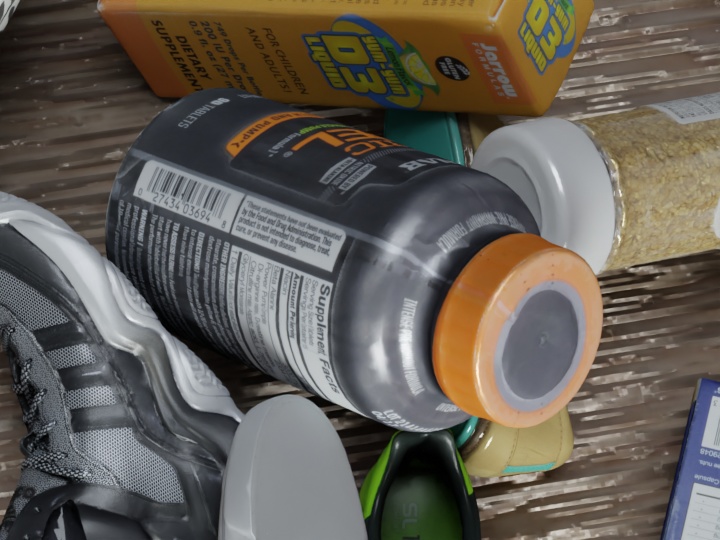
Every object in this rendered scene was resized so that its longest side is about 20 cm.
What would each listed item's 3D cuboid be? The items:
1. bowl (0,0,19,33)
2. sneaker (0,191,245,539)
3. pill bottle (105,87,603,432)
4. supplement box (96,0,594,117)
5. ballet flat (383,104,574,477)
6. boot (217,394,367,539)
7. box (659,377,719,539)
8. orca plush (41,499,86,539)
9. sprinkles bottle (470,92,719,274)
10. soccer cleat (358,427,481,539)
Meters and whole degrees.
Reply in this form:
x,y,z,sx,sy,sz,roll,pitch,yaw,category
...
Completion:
x,y,z,sx,sy,sz,roll,pitch,yaw,category
-0.230,-0.114,1.244,0.201,0.094,0.201,9,23,-4,bowl
-0.121,0.064,1.179,0.200,0.075,0.114,46,68,3,sneaker
0.000,0.000,1.176,0.200,0.106,0.106,21,57,42,pill bottle
-0.008,-0.112,1.261,0.200,0.067,0.069,3,55,31,supplement box
0.051,-0.002,1.260,0.063,0.069,0.200,11,59,-29,ballet flat
-0.052,0.151,1.128,0.096,0.074,0.200,-19,62,35,boot
0.171,0.147,1.188,0.121,0.032,0.200,14,59,5,box
-0.186,0.123,1.143,0.200,0.105,0.071,-26,25,24,orca plush
0.142,-0.041,1.240,0.200,0.068,0.068,-12,60,-32,sprinkles bottle
0.024,0.155,1.146,0.068,0.081,0.200,-3,60,-5,soccer cleat
